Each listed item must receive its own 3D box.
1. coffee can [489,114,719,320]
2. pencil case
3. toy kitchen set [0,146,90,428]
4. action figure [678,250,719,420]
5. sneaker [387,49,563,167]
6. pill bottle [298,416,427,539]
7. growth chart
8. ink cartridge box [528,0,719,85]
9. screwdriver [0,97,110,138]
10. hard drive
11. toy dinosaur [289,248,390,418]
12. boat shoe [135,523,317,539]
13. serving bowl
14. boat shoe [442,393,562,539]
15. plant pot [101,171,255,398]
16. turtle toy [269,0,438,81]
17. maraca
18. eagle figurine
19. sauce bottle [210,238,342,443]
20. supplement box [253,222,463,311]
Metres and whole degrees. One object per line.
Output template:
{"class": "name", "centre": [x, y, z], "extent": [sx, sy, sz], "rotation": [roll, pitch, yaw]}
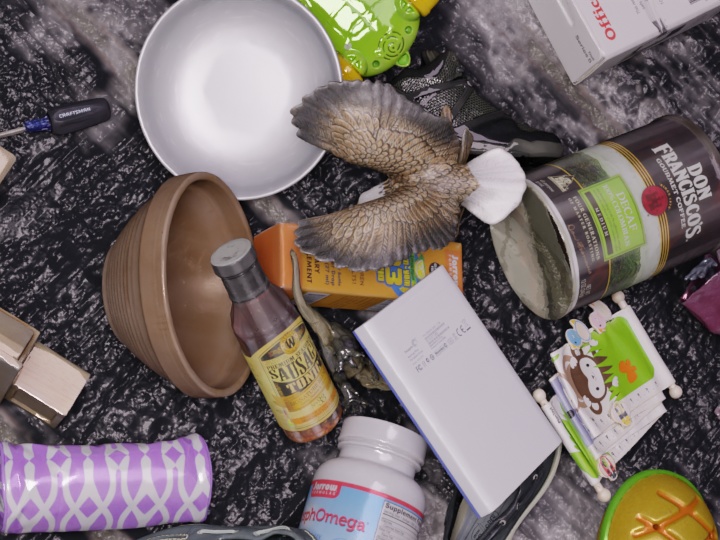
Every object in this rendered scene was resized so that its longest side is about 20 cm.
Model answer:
{"class": "coffee can", "centre": [0.248, -0.054, 1.564], "extent": [0.198, 0.146, 0.148], "rotation": [-22, 84, -21]}
{"class": "pencil case", "centre": [-0.225, 0.183, 1.386], "extent": [0.198, 0.084, 0.086], "rotation": [0, 41, -20]}
{"class": "toy kitchen set", "centre": [-0.297, 0.003, 1.361], "extent": [0.199, 0.163, 0.182], "rotation": [33, 69, -8]}
{"class": "action figure", "centre": [0.412, 0.064, 1.634], "extent": [0.201, 0.133, 0.149], "rotation": [56, 24, -12]}
{"class": "sneaker", "centre": [0.113, -0.163, 1.584], "extent": [0.197, 0.076, 0.116], "rotation": [7, 81, -11]}
{"class": "pill bottle", "centre": [-0.003, 0.241, 1.428], "extent": [0.108, 0.109, 0.202], "rotation": [20, 71, -12]}
{"class": "growth chart", "centre": [0.244, 0.116, 1.563], "extent": [0.145, 0.018, 0.200], "rotation": [53, 48, -4]}
{"class": "ink cartridge box", "centre": [0.282, -0.308, 1.671], "extent": [0.199, 0.084, 0.147], "rotation": [-27, 86, -22]}
{"class": "screwdriver", "centre": [-0.326, -0.131, 1.455], "extent": [0.198, 0.028, 0.029], "rotation": [-13, 110, -24]}
{"class": "hard drive", "centre": [0.091, 0.108, 1.442], "extent": [0.132, 0.025, 0.201], "rotation": [-35, 90, -45]}
{"class": "toy dinosaur", "centre": [-0.018, 0.074, 1.431], "extent": [0.047, 0.201, 0.089], "rotation": [-27, 45, 5]}
{"class": "boat shoe", "centre": [-0.130, 0.250, 1.368], "extent": [0.198, 0.062, 0.074], "rotation": [-4, 67, 14]}
{"class": "serving bowl", "centre": [-0.111, -0.171, 1.493], "extent": [0.198, 0.066, 0.203], "rotation": [1, 98, 5]}
{"class": "boat shoe", "centre": [0.130, 0.195, 1.496], "extent": [0.074, 0.066, 0.200], "rotation": [24, 71, 31]}
{"class": "plant pot", "centre": [-0.168, 0.017, 1.416], "extent": [0.092, 0.201, 0.203], "rotation": [-7, 75, 21]}
{"class": "turtle toy", "centre": [-0.022, -0.274, 1.551], "extent": [0.146, 0.101, 0.200], "rotation": [-44, 94, 4]}
{"class": "maraca", "centre": [0.284, 0.293, 1.512], "extent": [0.136, 0.107, 0.202], "rotation": [10, 78, -22]}
{"class": "eagle figurine", "centre": [0.035, -0.079, 1.445], "extent": [0.199, 0.151, 0.152], "rotation": [5, 38, -51]}
{"class": "sauce bottle", "centre": [-0.079, 0.064, 1.423], "extent": [0.066, 0.066, 0.201], "rotation": [-41, 124, -23]}
{"class": "supplement box", "centre": [0.000, 0.000, 1.497], "extent": [0.198, 0.069, 0.067], "rotation": [5, 74, -29]}
